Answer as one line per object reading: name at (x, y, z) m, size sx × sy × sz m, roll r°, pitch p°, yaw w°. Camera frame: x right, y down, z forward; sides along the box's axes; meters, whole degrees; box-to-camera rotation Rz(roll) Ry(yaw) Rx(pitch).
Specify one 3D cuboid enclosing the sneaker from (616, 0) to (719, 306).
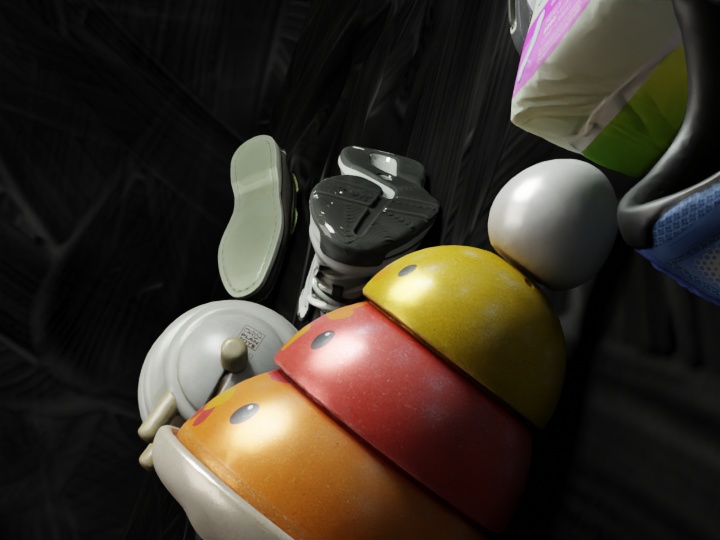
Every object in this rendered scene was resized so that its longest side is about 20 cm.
sneaker at (0.119, -0.081, 0.449) m, size 0.079 × 0.089 × 0.200 m, roll -140°, pitch 71°, yaw -80°

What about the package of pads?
package of pads at (0.122, -0.143, 0.653) m, size 0.200 × 0.068 × 0.155 m, roll 128°, pitch 160°, yaw -64°

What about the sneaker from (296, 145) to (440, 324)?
sneaker at (0.000, 0.000, 1.167) m, size 0.201 × 0.076 × 0.116 m, roll -69°, pitch -7°, yaw -74°

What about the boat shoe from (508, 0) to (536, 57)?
boat shoe at (0.105, -0.180, 0.896) m, size 0.066 × 0.070 × 0.200 m, roll 127°, pitch 154°, yaw -59°

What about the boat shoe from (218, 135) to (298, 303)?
boat shoe at (-0.095, -0.044, 1.904) m, size 0.072 × 0.061 × 0.201 m, roll -15°, pitch 49°, yaw 22°

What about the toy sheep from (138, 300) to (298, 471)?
toy sheep at (-0.090, 0.085, 1.296) m, size 0.200 × 0.138 × 0.138 m, roll 122°, pitch 166°, yaw -72°

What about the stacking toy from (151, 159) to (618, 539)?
stacking toy at (0.029, 0.040, 0.731) m, size 0.200 × 0.146 × 0.146 m, roll -53°, pitch 7°, yaw -3°
